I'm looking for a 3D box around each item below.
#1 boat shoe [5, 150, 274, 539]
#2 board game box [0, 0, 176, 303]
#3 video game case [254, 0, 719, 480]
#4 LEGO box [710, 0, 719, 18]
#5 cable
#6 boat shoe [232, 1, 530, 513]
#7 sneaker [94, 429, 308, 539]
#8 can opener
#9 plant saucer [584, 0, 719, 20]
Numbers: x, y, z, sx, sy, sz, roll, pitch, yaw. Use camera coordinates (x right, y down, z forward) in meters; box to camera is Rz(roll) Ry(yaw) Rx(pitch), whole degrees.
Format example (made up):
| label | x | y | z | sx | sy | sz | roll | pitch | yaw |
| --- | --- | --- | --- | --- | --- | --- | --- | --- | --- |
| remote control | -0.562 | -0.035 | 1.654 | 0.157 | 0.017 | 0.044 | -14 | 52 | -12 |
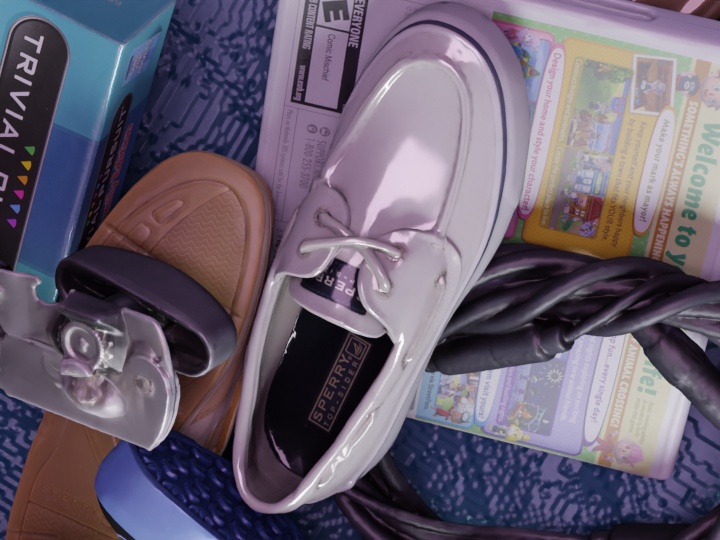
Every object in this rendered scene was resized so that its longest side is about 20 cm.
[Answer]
| label | x | y | z | sx | sy | sz | roll | pitch | yaw |
| --- | --- | --- | --- | --- | --- | --- | --- | --- | --- |
| boat shoe | -0.080 | 0.041 | 1.124 | 0.074 | 0.069 | 0.201 | 29 | 110 | 13 |
| board game box | -0.183 | -0.074 | 1.108 | 0.199 | 0.047 | 0.151 | 26 | 125 | 11 |
| video game case | 0.049 | -0.021 | 1.094 | 0.181 | 0.022 | 0.201 | 14 | 126 | 5 |
| LEGO box | 0.251 | -0.122 | 1.088 | 0.149 | 0.077 | 0.200 | 44 | 96 | 3 |
| cable | 0.076 | 0.065 | 1.101 | 0.199 | 0.051 | 0.164 | 9 | 125 | 9 |
| boat shoe | 0.000 | 0.000 | 1.047 | 0.072 | 0.066 | 0.201 | 31 | 117 | 12 |
| sneaker | -0.042 | 0.137 | 1.101 | 0.078 | 0.070 | 0.200 | -40 | 123 | 13 |
| can opener | -0.136 | 0.011 | 1.078 | 0.199 | 0.067 | 0.054 | 19 | 122 | 31 |
| plant saucer | 0.066 | -0.162 | 1.093 | 0.199 | 0.029 | 0.201 | -6 | 74 | 22 |
